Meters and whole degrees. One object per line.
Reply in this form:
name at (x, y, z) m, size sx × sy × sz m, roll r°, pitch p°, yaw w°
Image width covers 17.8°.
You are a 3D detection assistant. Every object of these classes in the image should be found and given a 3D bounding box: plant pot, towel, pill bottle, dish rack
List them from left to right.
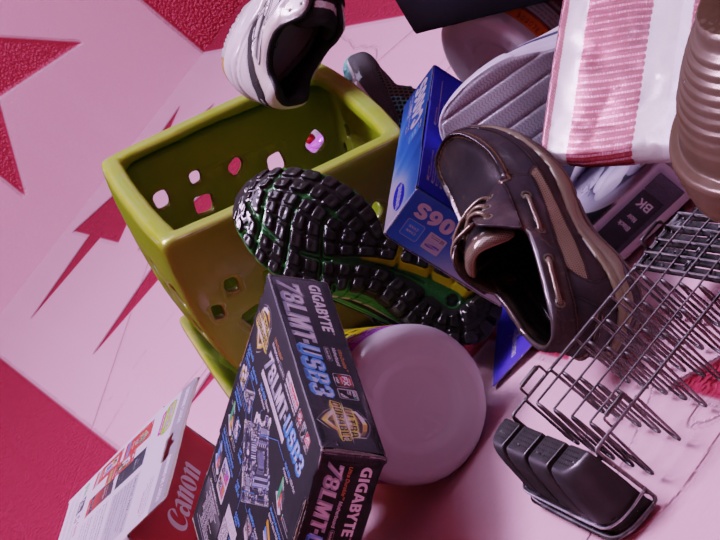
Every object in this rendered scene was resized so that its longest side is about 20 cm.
plant pot at (-0.059, -0.016, 1.717) m, size 0.199 × 0.182 × 0.199 m, roll -24°, pitch 27°, yaw -10°
pill bottle at (0.002, 0.091, 1.545) m, size 0.105 × 0.104 × 0.200 m, roll -55°, pitch 14°, yaw -15°
pill bottle at (0.163, -0.219, 1.776) m, size 0.200 × 0.114 × 0.114 m, roll -49°, pitch 12°, yaw -23°
dish rack at (0.161, 0.047, 1.272) m, size 0.200 × 0.055 × 0.153 m, roll -51°, pitch 16°, yaw -7°
towel at (0.204, -0.134, 1.400) m, size 0.199 × 0.023 × 0.145 m, roll -2°, pitch 70°, yaw 39°
plant pot at (0.245, -0.121, 1.230) m, size 0.200 × 0.093 × 0.201 m, roll -26°, pitch 28°, yaw 15°

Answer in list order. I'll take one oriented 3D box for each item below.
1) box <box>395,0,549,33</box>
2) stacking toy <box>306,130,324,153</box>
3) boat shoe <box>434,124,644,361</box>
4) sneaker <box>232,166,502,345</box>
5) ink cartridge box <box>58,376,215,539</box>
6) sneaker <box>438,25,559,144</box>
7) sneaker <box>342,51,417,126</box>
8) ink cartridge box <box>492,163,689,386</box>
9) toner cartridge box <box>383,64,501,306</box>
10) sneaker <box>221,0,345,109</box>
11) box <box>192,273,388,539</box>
box at (0.123, -0.296, 1.695) m, size 0.196 × 0.118 × 0.201 m, roll -10°, pitch 37°, yaw 33°
stacking toy at (-0.010, -0.099, 1.855) m, size 0.116 × 0.200 × 0.110 m, roll -36°, pitch 20°, yaw 43°
boat shoe at (0.095, -0.022, 1.403) m, size 0.200 × 0.073 × 0.075 m, roll 51°, pitch 133°, yaw 40°
sneaker at (0.000, 0.000, 1.568) m, size 0.078 × 0.199 × 0.085 m, roll -59°, pitch -4°, yaw -12°
ink cartridge box at (-0.165, 0.206, 1.814) m, size 0.176 × 0.084 × 0.200 m, roll -45°, pitch 16°, yaw 23°
sneaker at (0.145, -0.132, 1.514) m, size 0.199 × 0.073 × 0.071 m, roll -27°, pitch 7°, yaw 15°
sneaker at (0.064, -0.105, 1.760) m, size 0.091 × 0.200 × 0.078 m, roll -38°, pitch -25°, yaw -3°
ink cartridge box at (0.146, -0.042, 1.556) m, size 0.200 × 0.043 × 0.198 m, roll -46°, pitch 15°, yaw 24°
toner cartridge box at (0.071, -0.061, 1.561) m, size 0.043 × 0.095 × 0.200 m, roll -54°, pitch 12°, yaw 26°
sneaker at (-0.031, -0.212, 1.700) m, size 0.088 × 0.075 × 0.201 m, roll 40°, pitch 113°, yaw 54°
box at (-0.048, 0.137, 1.440) m, size 0.200 × 0.049 × 0.200 m, roll -113°, pitch 36°, yaw -56°
